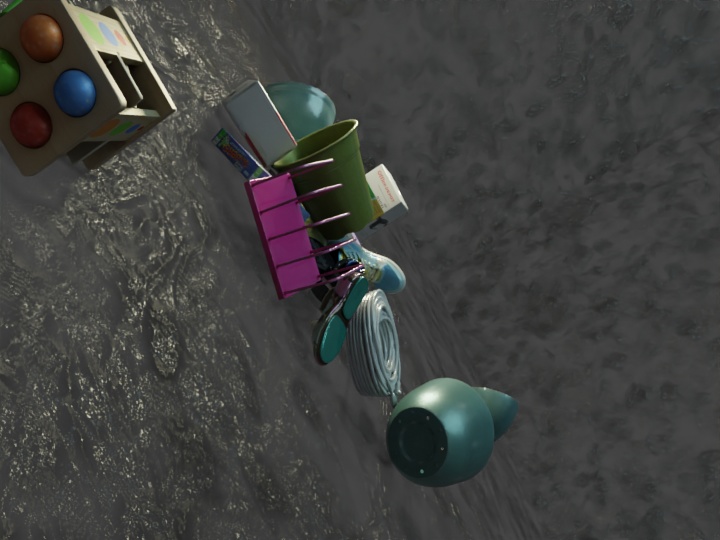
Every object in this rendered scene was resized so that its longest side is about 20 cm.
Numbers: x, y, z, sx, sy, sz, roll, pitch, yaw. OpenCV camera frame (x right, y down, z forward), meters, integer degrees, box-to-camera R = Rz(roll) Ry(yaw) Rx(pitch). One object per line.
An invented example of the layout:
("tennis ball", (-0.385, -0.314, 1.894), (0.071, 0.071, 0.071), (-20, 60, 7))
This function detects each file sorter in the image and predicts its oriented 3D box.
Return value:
("file sorter", (-0.088, -0.077, 1.185), (0.138, 0.122, 0.206), (-27, 101, -62))

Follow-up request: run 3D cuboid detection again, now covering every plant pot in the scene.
("plant pot", (-0.059, -0.175, 1.411), (0.201, 0.195, 0.194), (-96, 163, -66))
("plant pot", (0.137, 0.313, 1.301), (0.160, 0.198, 0.204), (9, 51, -62))
("plant pot", (-0.159, -0.320, 1.601), (0.200, 0.195, 0.138), (44, 45, -57))
("plant pot", (0.422, 0.494, 2.309), (0.200, 0.195, 0.138), (48, 53, -50))

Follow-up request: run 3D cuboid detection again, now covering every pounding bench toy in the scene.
("pounding bench toy", (-0.309, -0.216, 0.681), (0.203, 0.122, 0.156), (59, 11, -6))

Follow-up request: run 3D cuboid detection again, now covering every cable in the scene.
("cable", (0.025, 0.144, 1.345), (0.202, 0.067, 0.204), (63, 25, -48))

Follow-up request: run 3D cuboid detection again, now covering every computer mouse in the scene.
("computer mouse", (-0.121, -0.032, 1.343), (0.199, 0.052, 0.141), (25, 32, -58))

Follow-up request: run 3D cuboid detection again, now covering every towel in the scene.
("towel", (-0.117, -0.080, 1.516), (0.151, 0.036, 0.200), (63, 9, 0))

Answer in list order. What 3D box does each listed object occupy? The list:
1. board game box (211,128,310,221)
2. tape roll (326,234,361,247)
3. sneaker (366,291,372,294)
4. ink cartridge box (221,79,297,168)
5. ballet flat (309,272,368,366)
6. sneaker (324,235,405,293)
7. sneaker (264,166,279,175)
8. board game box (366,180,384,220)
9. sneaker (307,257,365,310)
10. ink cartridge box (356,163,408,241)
("board game box", (-0.186, -0.174, 1.309), (0.135, 0.035, 0.200), (45, 1, 33))
("tape roll", (-0.050, -0.061, 1.719), (0.203, 0.065, 0.201), (57, 10, -16))
("sneaker", (-0.004, 0.069, 1.533), (0.204, 0.087, 0.080), (63, 12, 17))
("ink cartridge box", (-0.210, -0.303, 1.405), (0.149, 0.085, 0.200), (56, -4, -19))
("ballet flat", (-0.051, 0.085, 1.240), (0.070, 0.069, 0.203), (60, 45, -40))
("sneaker", (0.000, 0.000, 1.472), (0.196, 0.081, 0.130), (28, 17, 8))
("sneaker", (-0.132, -0.178, 1.557), (0.116, 0.076, 0.199), (50, 12, 35))
("board game box", (-0.028, -0.173, 1.581), (0.156, 0.040, 0.199), (61, -18, -4))
("sneaker", (-0.019, 0.033, 1.393), (0.073, 0.112, 0.199), (48, 14, 20))
("ink cartridge box", (0.025, -0.199, 2.080), (0.148, 0.197, 0.084), (64, 11, 22))
